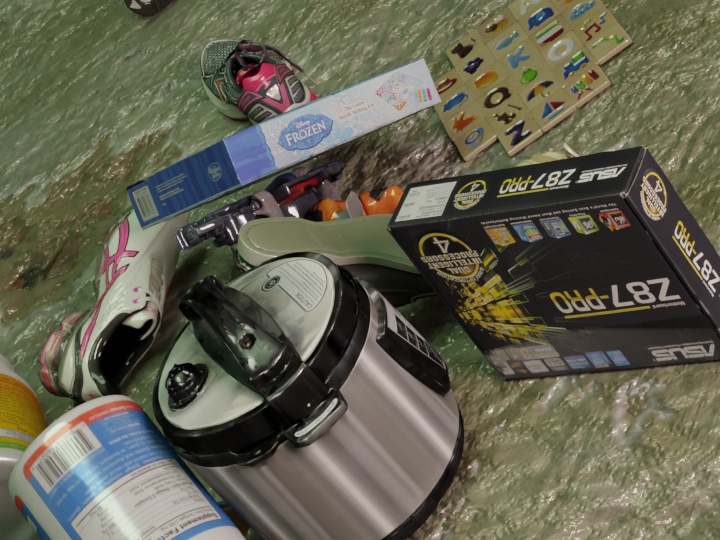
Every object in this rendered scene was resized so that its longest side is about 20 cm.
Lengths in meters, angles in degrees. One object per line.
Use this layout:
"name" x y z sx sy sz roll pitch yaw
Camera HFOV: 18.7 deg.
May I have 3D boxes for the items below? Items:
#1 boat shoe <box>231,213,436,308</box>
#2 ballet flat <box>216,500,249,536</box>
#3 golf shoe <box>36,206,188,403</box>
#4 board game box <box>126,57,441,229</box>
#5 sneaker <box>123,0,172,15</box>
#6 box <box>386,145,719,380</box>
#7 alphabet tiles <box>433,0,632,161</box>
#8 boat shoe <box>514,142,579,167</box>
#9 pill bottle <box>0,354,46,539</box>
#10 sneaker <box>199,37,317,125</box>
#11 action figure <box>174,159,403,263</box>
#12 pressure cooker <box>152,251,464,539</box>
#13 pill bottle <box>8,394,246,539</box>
"boat shoe" 0.000 0.000 1.623 0.072 0.200 0.061 -119 37 -52
"ballet flat" -0.156 0.228 1.595 0.199 0.068 0.063 -25 62 27
"golf shoe" -0.190 0.027 1.863 0.092 0.073 0.201 9 66 44
"board game box" -0.066 -0.102 1.783 0.198 0.044 0.200 -24 3 -30
"sneaker" -0.190 -0.369 2.345 0.200 0.076 0.115 -42 33 2
"box" 0.139 -0.001 1.457 0.199 0.161 0.049 -7 45 40
"alphabet tiles" 0.136 -0.169 1.818 0.166 0.006 0.200 -36 32 7
"boat shoe" 0.148 -0.059 1.552 0.062 0.074 0.200 -33 6 -2
"pill bottle" -0.309 0.146 1.794 0.111 0.111 0.200 -37 31 5
"sneaker" -0.100 -0.182 2.019 0.081 0.075 0.200 -44 31 -6
"action figure" -0.046 -0.023 1.733 0.199 0.105 0.193 -25 10 -42
"pressure cooker" -0.044 0.088 1.501 0.175 0.200 0.179 -17 38 36
"pill bottle" -0.142 0.192 1.493 0.112 0.112 0.200 -40 69 -1
